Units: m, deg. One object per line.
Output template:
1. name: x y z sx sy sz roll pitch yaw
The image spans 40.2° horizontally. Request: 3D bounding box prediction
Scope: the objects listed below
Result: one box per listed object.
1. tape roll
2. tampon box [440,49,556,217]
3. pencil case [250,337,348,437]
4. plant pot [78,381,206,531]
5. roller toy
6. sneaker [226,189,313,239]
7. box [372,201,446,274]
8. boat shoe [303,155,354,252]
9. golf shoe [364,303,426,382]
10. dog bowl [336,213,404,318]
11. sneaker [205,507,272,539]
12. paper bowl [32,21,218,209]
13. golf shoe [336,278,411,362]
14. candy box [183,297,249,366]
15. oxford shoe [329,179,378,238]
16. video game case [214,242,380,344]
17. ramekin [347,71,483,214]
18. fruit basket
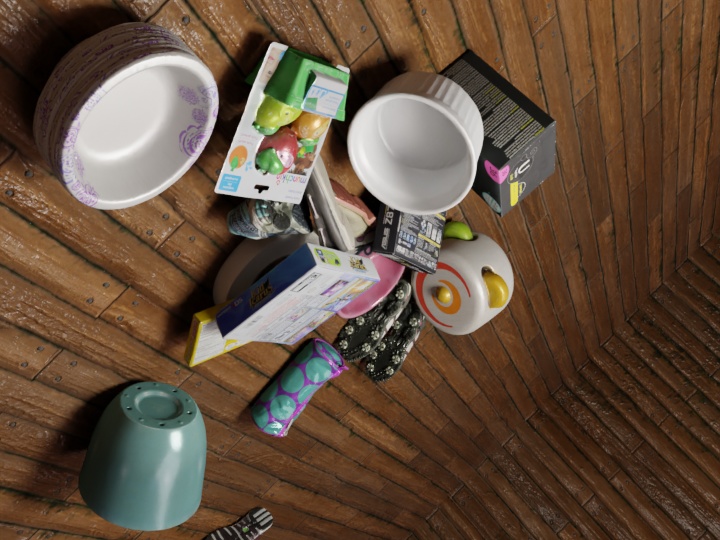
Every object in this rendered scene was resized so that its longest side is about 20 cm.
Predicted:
1. tape roll: -0.147 0.004 1.582 0.201 0.037 0.204 -34 153 -20
2. tampon box: 0.202 -0.219 1.580 0.126 0.200 0.150 -39 154 -9
3. pencil case: -0.119 0.227 1.889 0.201 0.092 0.085 -49 154 8
4. plant pot: -0.331 0.275 1.542 0.199 0.199 0.164 -12 127 -48
5. roller toy: 0.198 0.027 1.939 0.139 0.200 0.184 -30 156 -42
6. sneaker: -0.134 -0.084 1.452 0.085 0.079 0.200 -15 176 18
7. box: 0.091 -0.090 1.693 0.199 0.048 0.165 20 81 -63
8. boat shoe: -0.066 -0.105 1.455 0.056 0.067 0.202 -17 122 10
9. golf shoe: 0.085 0.155 2.091 0.088 0.077 0.201 -15 143 -58
10. dog bowl: 0.000 0.000 1.751 0.199 0.074 0.202 -34 152 -20
11. sneaker: -0.290 0.633 2.258 0.198 0.076 0.116 -22 149 -40
12. paper bowl: -0.260 -0.176 1.070 0.199 0.104 0.202 -34 152 -21
13. golf shoe: 0.035 0.104 1.959 0.201 0.077 0.088 -49 161 10
14. candy box: -0.187 0.079 1.562 0.198 0.026 0.103 -21 143 -39
15. oxford shoe: -0.031 -0.088 1.581 0.074 0.071 0.200 -43 154 7
16. video game case: -0.094 0.040 1.502 0.199 0.046 0.180 -36 155 23
17. ramekin: 0.087 -0.193 1.454 0.098 0.198 0.202 -60 172 -46
18. fruit basket: -0.093 -0.184 1.289 0.184 0.093 0.203 4 108 -57
